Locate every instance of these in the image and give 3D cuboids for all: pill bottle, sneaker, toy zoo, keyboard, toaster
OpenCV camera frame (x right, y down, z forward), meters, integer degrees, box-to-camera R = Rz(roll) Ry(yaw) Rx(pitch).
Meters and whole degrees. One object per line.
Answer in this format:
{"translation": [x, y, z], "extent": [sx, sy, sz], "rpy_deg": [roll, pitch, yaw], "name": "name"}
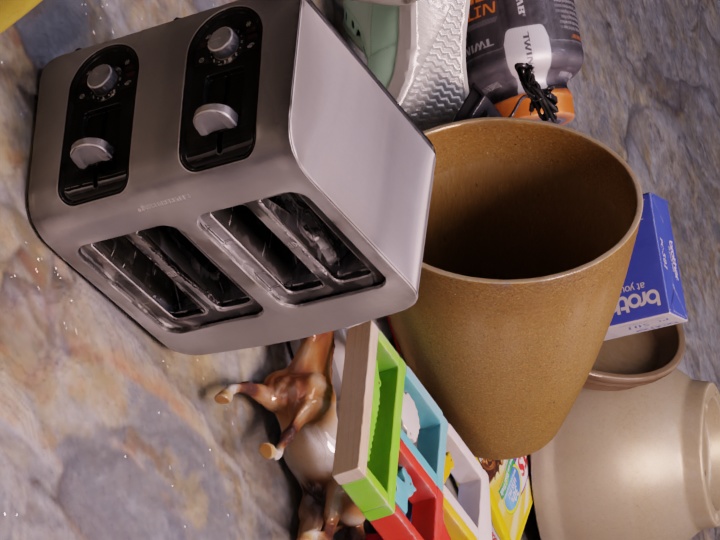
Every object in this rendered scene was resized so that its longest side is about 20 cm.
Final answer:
{"translation": [0.132, -0.220, 1.781], "extent": [0.106, 0.106, 0.201], "rpy_deg": [7, 71, -64], "name": "pill bottle"}
{"translation": [0.027, -0.144, 1.546], "extent": [0.074, 0.118, 0.201], "rpy_deg": [3, 101, -27], "name": "sneaker"}
{"translation": [0.043, 0.144, 1.359], "extent": [0.200, 0.020, 0.131], "rpy_deg": [54, 27, -34], "name": "toy zoo"}
{"translation": [0.108, -0.097, 1.555], "extent": [0.127, 0.021, 0.200], "rpy_deg": [-61, 160, -3], "name": "keyboard"}
{"translation": [-0.068, -0.049, 1.185], "extent": [0.200, 0.180, 0.119], "rpy_deg": [46, 41, -46], "name": "toaster"}

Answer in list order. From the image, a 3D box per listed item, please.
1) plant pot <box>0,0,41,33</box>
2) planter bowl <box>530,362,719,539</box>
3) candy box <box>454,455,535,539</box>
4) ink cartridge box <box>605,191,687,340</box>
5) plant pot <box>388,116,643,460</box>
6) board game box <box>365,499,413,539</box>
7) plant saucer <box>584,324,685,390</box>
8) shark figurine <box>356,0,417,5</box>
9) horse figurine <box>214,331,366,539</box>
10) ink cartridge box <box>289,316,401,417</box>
{"translation": [-0.215, -0.187, 0.941], "extent": [0.200, 0.176, 0.200], "rpy_deg": [65, 26, -23], "name": "plant pot"}
{"translation": [0.230, 0.154, 1.720], "extent": [0.200, 0.134, 0.201], "rpy_deg": [-4, 90, -69], "name": "planter bowl"}
{"translation": [0.117, 0.133, 1.659], "extent": [0.200, 0.026, 0.102], "rpy_deg": [-63, 137, -55], "name": "candy box"}
{"translation": [0.139, 0.012, 1.560], "extent": [0.044, 0.200, 0.094], "rpy_deg": [19, 60, -61], "name": "ink cartridge box"}
{"translation": [0.098, 0.027, 1.437], "extent": [0.187, 0.186, 0.200], "rpy_deg": [-71, 163, -50], "name": "plant pot"}
{"translation": [0.026, 0.221, 1.399], "extent": [0.200, 0.039, 0.158], "rpy_deg": [-68, 152, -57], "name": "board game box"}
{"translation": [0.167, 0.033, 1.682], "extent": [0.030, 0.200, 0.200], "rpy_deg": [-66, 174, 30], "name": "plant saucer"}
{"translation": [-0.043, -0.258, 1.498], "extent": [0.090, 0.128, 0.215], "rpy_deg": [81, -15, -71], "name": "shark figurine"}
{"translation": [-0.030, 0.123, 1.322], "extent": [0.133, 0.050, 0.201], "rpy_deg": [-39, 113, -62], "name": "horse figurine"}
{"translation": [0.000, 0.000, 1.457], "extent": [0.200, 0.050, 0.161], "rpy_deg": [-31, 106, -63], "name": "ink cartridge box"}
